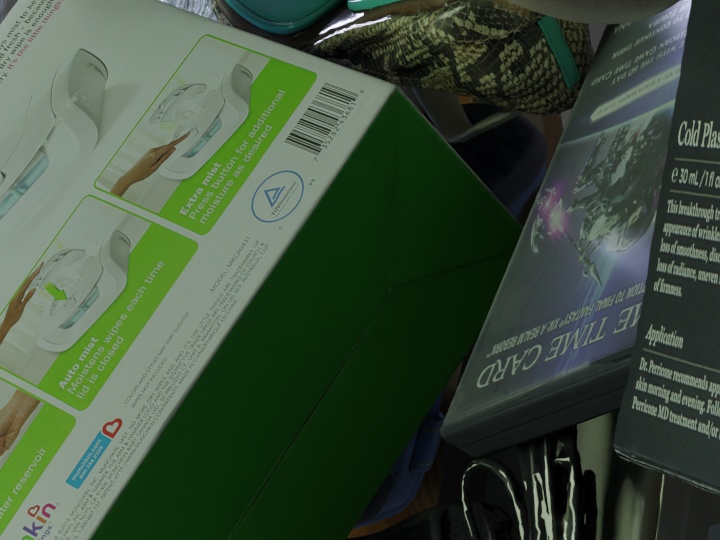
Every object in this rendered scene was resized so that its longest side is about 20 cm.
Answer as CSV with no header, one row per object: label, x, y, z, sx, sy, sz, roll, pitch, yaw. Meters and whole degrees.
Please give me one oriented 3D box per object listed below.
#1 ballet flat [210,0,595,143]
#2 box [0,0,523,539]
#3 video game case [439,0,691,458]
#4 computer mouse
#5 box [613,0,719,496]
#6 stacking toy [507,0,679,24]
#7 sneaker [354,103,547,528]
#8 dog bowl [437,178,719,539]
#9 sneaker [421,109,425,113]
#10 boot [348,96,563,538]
ballet flat,0.012,-0.075,0.959,0.076,0.068,0.200,59,161,-22
box,-0.079,0.024,0.922,0.176,0.097,0.201,21,73,44
video game case,0.095,-0.050,0.812,0.143,0.019,0.201,-27,37,60
computer mouse,0.021,0.125,0.882,0.200,0.052,0.140,-21,57,60
box,0.145,-0.032,0.616,0.200,0.103,0.184,-162,80,-74
stacking toy,0.081,-0.177,0.776,0.200,0.145,0.147,-49,32,35
sneaker,-0.005,0.031,0.994,0.200,0.082,0.074,-48,35,-1
dog bowl,0.079,0.068,0.891,0.200,0.058,0.202,-171,90,-75
sneaker,0.029,-0.009,1.131,0.095,0.079,0.202,-11,70,50
boot,0.000,0.001,1.067,0.143,0.071,0.203,-11,71,29
